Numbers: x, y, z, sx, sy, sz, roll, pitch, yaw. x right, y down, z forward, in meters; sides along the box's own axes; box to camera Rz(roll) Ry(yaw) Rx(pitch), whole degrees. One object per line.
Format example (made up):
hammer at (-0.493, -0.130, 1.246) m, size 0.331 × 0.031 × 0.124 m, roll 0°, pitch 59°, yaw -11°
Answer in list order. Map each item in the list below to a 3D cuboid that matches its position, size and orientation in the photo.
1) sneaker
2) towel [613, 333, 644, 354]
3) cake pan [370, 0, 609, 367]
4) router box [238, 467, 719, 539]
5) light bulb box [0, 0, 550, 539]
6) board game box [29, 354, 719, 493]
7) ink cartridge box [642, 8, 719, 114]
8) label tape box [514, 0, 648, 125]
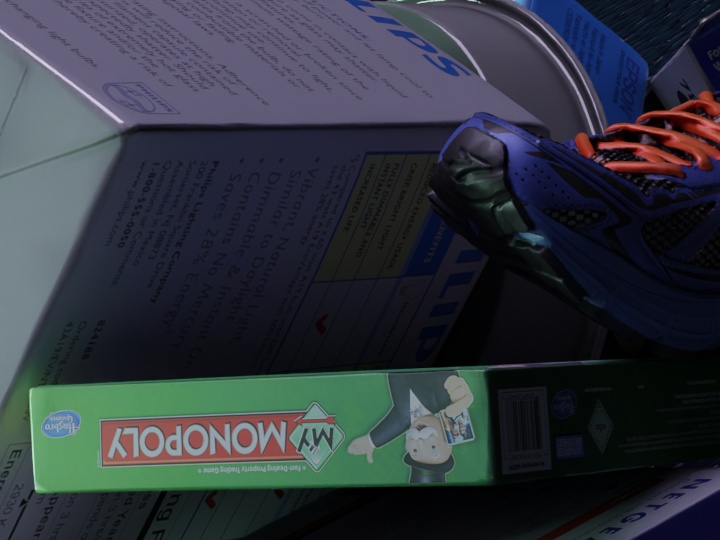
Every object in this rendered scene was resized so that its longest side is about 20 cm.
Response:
sneaker at (0.096, -0.022, 0.776) m, size 0.200 × 0.079 × 0.075 m, roll 7°, pitch 17°, yaw -46°
towel at (0.177, -0.042, 0.993) m, size 0.200 × 0.037 × 0.148 m, roll -29°, pitch 14°, yaw 21°
cake pan at (0.000, 0.000, 0.975) m, size 0.037 × 0.201 × 0.200 m, roll 16°, pitch -28°, yaw -42°
router box at (-0.018, 0.111, 0.747) m, size 0.200 × 0.049 × 0.179 m, roll -25°, pitch 10°, yaw -30°
light bulb box at (-0.080, 0.011, 0.857) m, size 0.200 × 0.125 × 0.199 m, roll -4°, pitch -54°, yaw -55°
board game box at (0.027, 0.039, 0.785) m, size 0.134 × 0.029 × 0.200 m, roll -5°, pitch -3°, yaw 33°
ink cartridge box at (0.152, -0.081, 1.091) m, size 0.099 × 0.039 × 0.200 m, roll -34°, pitch -5°, yaw -7°
label tape box at (0.009, 0.002, 1.081) m, size 0.200 × 0.063 × 0.144 m, roll -37°, pitch 26°, yaw 36°
